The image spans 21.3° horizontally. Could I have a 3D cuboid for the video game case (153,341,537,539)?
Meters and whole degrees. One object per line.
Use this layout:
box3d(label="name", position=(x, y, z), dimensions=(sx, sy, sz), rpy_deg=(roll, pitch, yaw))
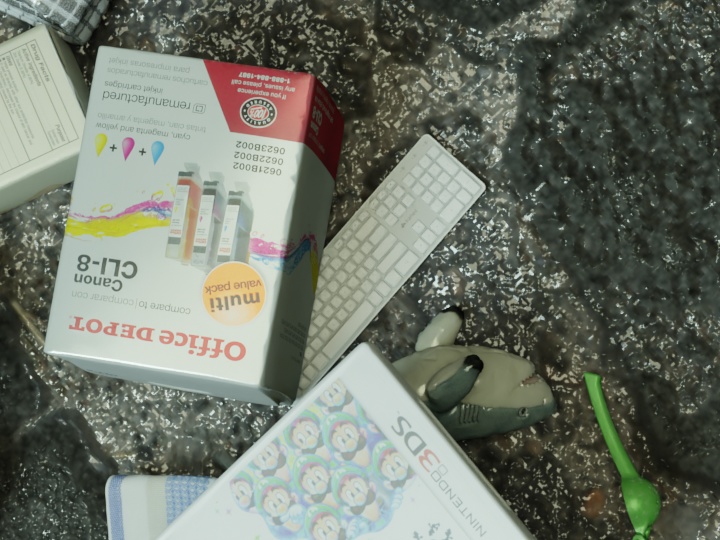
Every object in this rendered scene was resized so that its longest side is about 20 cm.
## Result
box3d(label="video game case", position=(-0.011, 0.175, 1.132), dimensions=(0.200, 0.024, 0.182), rpy_deg=(-44, 70, 9))

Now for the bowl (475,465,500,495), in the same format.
box3d(label="bowl", position=(0.032, 0.185, 1.220), dimensions=(0.199, 0.108, 0.201), rpy_deg=(8, 104, 34))

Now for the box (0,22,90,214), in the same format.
box3d(label="box", position=(-0.275, -0.078, 1.291), dimensions=(0.199, 0.078, 0.095), rpy_deg=(-23, 84, 1))

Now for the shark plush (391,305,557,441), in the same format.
box3d(label="shark plush", position=(0.029, 0.112, 1.263), dimensions=(0.200, 0.091, 0.083), rpy_deg=(-35, 114, -5))

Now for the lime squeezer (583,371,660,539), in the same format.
box3d(label="lime squeezer", position=(0.157, 0.172, 1.261), dimensions=(0.070, 0.038, 0.201), rpy_deg=(14, 86, 5))

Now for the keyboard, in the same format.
box3d(label="keyboard", position=(0.000, 0.000, 1.300), dimensions=(0.056, 0.011, 0.200), rpy_deg=(41, 88, 6))

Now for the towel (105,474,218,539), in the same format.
box3d(label="towel", position=(-0.080, 0.203, 1.224), dimensions=(0.199, 0.024, 0.148), rpy_deg=(-2, 96, 34))

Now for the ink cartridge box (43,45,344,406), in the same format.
box3d(label="ink cartridge box", position=(-0.103, -0.023, 1.236), dimensions=(0.145, 0.145, 0.201), rpy_deg=(8, 84, 7))

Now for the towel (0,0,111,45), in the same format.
box3d(label="towel", position=(-0.240, -0.268, 1.304), dimensions=(0.199, 0.086, 0.166), rpy_deg=(27, 86, 6))
